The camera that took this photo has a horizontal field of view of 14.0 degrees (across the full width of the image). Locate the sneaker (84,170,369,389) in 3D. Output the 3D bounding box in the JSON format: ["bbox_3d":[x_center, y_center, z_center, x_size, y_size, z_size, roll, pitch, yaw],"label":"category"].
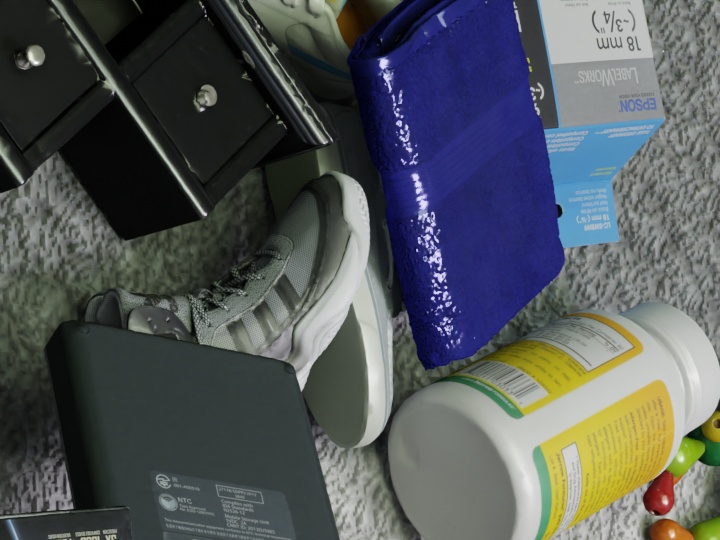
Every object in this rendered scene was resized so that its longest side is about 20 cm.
[{"bbox_3d":[-0.078,0.020,1.589,0.114,0.075,0.200,31,83,-28],"label":"sneaker"}]

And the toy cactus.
[{"bbox_3d":[0.259,0.120,1.873,0.200,0.102,0.165,20,58,-26],"label":"toy cactus"}]

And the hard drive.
[{"bbox_3d":[-0.077,0.117,1.470,0.139,0.033,0.200,12,43,-29],"label":"hard drive"}]

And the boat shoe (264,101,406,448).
[{"bbox_3d":[-0.001,0.000,1.684,0.071,0.070,0.201,-4,81,-37],"label":"boat shoe"}]

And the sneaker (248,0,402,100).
[{"bbox_3d":[-0.050,-0.169,1.672,0.200,0.081,0.077,29,65,-31],"label":"sneaker"}]

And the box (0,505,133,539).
[{"bbox_3d":[-0.224,0.164,1.376,0.164,0.200,0.086,0,82,-40],"label":"box"}]

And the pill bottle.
[{"bbox_3d":[0.120,0.089,1.739,0.200,0.113,0.113,-26,97,-40],"label":"pill bottle"}]

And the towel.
[{"bbox_3d":[0.052,-0.062,1.680,0.148,0.049,0.200,-39,124,-45],"label":"towel"}]

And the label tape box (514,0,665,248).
[{"bbox_3d":[0.114,-0.115,1.808,0.144,0.063,0.201,-7,85,-40],"label":"label tape box"}]

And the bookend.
[{"bbox_3d":[-0.147,-0.087,1.565,0.200,0.092,0.199,-46,110,-35],"label":"bookend"}]
